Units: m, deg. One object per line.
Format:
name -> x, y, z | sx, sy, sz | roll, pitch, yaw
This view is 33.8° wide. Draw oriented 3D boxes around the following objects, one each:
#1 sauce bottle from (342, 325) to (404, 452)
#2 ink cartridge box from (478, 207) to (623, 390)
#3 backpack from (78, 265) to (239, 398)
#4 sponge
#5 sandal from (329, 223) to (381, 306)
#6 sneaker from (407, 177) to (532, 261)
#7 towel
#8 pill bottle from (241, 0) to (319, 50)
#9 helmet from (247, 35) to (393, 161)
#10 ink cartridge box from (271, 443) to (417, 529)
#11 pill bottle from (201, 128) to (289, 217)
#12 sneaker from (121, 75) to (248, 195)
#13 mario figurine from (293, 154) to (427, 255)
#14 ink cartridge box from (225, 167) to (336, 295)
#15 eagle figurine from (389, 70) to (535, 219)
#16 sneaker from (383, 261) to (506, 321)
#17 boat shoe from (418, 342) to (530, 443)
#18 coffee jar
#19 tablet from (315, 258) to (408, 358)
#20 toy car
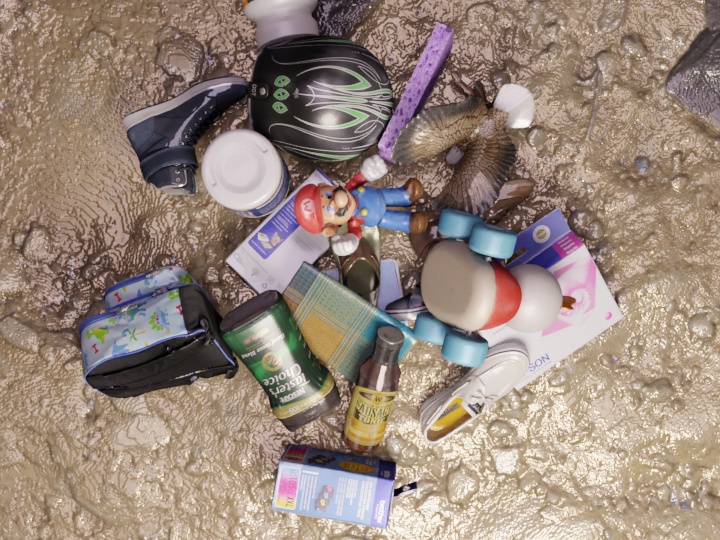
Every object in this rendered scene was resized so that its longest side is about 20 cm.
sauce bottle -> 0.021, 0.170, 1.704 | 0.066, 0.066, 0.201 | 13, 123, 2
ink cartridge box -> 0.258, 0.044, 1.722 | 0.196, 0.043, 0.200 | -35, 116, 0
backpack -> -0.302, 0.095, 1.710 | 0.199, 0.183, 0.148 | -20, 64, 3
sponge -> 0.082, -0.259, 1.747 | 0.030, 0.112, 0.201 | 25, 88, 4
sandal -> 0.001, 0.001, 1.741 | 0.079, 0.057, 0.202 | -4, 91, -18
sneaker -> 0.170, -0.071, 1.759 | 0.199, 0.070, 0.076 | -22, 82, 10
towel -> -0.029, 0.083, 1.721 | 0.200, 0.022, 0.147 | 34, 130, -3
pill bottle -> -0.126, -0.434, 1.758 | 0.116, 0.116, 0.201 | -11, 87, 1
helmet -> -0.050, -0.248, 1.716 | 0.190, 0.200, 0.201 | 8, 87, 14
ink cartridge box -> -0.020, 0.312, 1.709 | 0.199, 0.136, 0.077 | 11, 93, 2
pill bottle -> -0.160, -0.134, 1.702 | 0.110, 0.200, 0.112 | 0, 87, 2
sneaker -> -0.242, -0.194, 1.761 | 0.201, 0.077, 0.147 | -23, 76, 10
mario figurine -> 0.003, -0.092, 1.674 | 0.199, 0.124, 0.106 | -3, 128, -24
ink cartridge box -> -0.099, -0.049, 1.770 | 0.099, 0.039, 0.200 | 45, 82, 3
eagle figurine -> 0.154, -0.183, 1.715 | 0.151, 0.151, 0.200 | 19, 43, 22
sneaker -> 0.125, 0.025, 1.751 | 0.199, 0.078, 0.080 | -12, 92, -11
boat shoe -> 0.165, 0.183, 1.713 | 0.200, 0.070, 0.071 | -36, 113, 19
coffee jar -> -0.113, 0.134, 1.715 | 0.104, 0.085, 0.200 | -30, 112, 4
tablet -> -0.032, 0.061, 1.783 | 0.199, 0.014, 0.131 | -10, 87, 2
toy car -> 0.200, 0.030, 1.635 | 0.199, 0.177, 0.185 | 9, 101, -26
